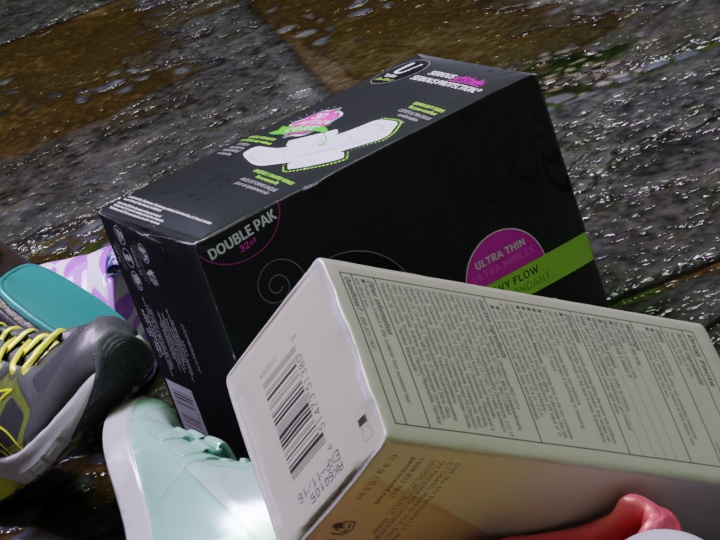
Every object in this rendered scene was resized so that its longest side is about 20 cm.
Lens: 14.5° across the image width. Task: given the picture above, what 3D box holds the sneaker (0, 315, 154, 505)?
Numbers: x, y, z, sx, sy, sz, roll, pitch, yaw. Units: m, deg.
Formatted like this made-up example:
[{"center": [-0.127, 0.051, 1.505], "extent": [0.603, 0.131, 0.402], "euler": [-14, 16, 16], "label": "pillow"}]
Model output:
[{"center": [-0.174, 0.060, 1.414], "extent": [0.074, 0.085, 0.200], "euler": [-43, 3, -36], "label": "sneaker"}]

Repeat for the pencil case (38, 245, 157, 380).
[{"center": [-0.207, 0.050, 1.575], "extent": [0.199, 0.084, 0.086], "euler": [-16, 44, 12], "label": "pencil case"}]

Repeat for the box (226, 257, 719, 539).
[{"center": [0.058, 0.065, 1.118], "extent": [0.199, 0.078, 0.095], "euler": [11, 43, -34], "label": "box"}]

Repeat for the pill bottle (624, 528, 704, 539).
[{"center": [0.086, 0.158, 0.997], "extent": [0.200, 0.105, 0.104], "euler": [-27, 22, -21], "label": "pill bottle"}]

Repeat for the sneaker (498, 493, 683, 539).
[{"center": [0.039, 0.140, 1.083], "extent": [0.199, 0.087, 0.074], "euler": [-23, 42, -10], "label": "sneaker"}]

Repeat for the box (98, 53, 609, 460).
[{"center": [0.000, 0.000, 1.412], "extent": [0.200, 0.149, 0.124], "euler": [-27, 20, -21], "label": "box"}]

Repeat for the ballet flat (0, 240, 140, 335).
[{"center": [-0.201, 0.016, 1.510], "extent": [0.073, 0.200, 0.073], "euler": [-52, -9, -12], "label": "ballet flat"}]

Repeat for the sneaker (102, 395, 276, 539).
[{"center": [-0.050, 0.104, 1.300], "extent": [0.118, 0.074, 0.201], "euler": [-22, 27, -2], "label": "sneaker"}]
